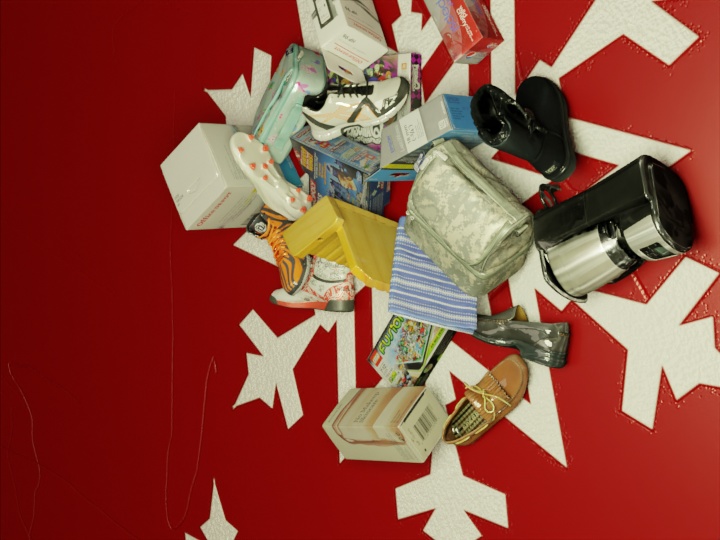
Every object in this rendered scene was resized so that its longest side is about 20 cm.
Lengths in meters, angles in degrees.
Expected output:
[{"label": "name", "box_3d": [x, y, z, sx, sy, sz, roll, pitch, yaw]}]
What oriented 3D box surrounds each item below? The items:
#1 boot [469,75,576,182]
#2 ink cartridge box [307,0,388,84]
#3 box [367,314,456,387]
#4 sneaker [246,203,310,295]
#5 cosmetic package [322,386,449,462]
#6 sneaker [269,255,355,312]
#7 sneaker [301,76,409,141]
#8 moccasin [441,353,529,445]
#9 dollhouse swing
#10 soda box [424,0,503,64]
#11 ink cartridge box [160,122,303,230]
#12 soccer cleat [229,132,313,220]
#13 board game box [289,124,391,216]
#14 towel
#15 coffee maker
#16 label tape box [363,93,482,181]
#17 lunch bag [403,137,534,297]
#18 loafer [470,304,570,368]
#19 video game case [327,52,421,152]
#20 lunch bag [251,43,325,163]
[{"label": "boot", "box_3d": [0.230, -0.235, 1.451, 0.076, 0.167, 0.202, -34, 48, 34]}, {"label": "ink cartridge box", "box_3d": [-0.023, -0.423, 1.702, 0.068, 0.115, 0.202, -31, 62, 31]}, {"label": "box", "box_3d": [0.096, 0.115, 1.724, 0.110, 0.034, 0.201, 45, 121, 30]}, {"label": "sneaker", "box_3d": [-0.157, -0.047, 1.839, 0.078, 0.111, 0.202, -43, 38, 31]}, {"label": "cosmetic package", "box_3d": [0.043, 0.262, 1.710, 0.199, 0.104, 0.088, -11, 121, 48]}, {"label": "sneaker", "box_3d": [-0.088, 0.017, 1.864, 0.200, 0.067, 0.110, 4, 91, 42]}, {"label": "sneaker", "box_3d": [-0.012, -0.283, 1.677, 0.198, 0.080, 0.074, -19, 43, 22]}, {"label": "moccasin", "box_3d": [0.198, 0.211, 1.611, 0.202, 0.077, 0.074, -48, 64, 34]}, {"label": "dollhouse swing", "box_3d": [0.000, 0.000, 1.656, 0.181, 0.198, 0.178, -36, 48, 39]}, {"label": "soda box", "box_3d": [0.151, -0.435, 1.607, 0.070, 0.063, 0.202, -36, 71, 39]}, {"label": "ink cartridge box", "box_3d": [-0.246, -0.178, 1.896, 0.147, 0.199, 0.146, -39, 69, 36]}, {"label": "soccer cleat", "box_3d": [-0.170, -0.162, 1.791, 0.200, 0.070, 0.077, 46, 145, -18]}, {"label": "board game box", "box_3d": [-0.038, -0.161, 1.764, 0.199, 0.061, 0.201, 39, 147, 26]}, {"label": "towel", "box_3d": [0.120, 0.001, 1.570, 0.024, 0.143, 0.202, 111, 171, -49]}, {"label": "coffee maker", "box_3d": [0.350, -0.079, 1.412, 0.199, 0.134, 0.194, -31, 72, 39]}, {"label": "label tape box", "box_3d": [0.109, -0.212, 1.610, 0.199, 0.143, 0.064, -25, 77, 40]}, {"label": "lunch bag", "box_3d": [0.168, -0.088, 1.528, 0.200, 0.139, 0.169, 47, 152, 23]}, {"label": "loafer", "box_3d": [0.241, 0.089, 1.574, 0.198, 0.073, 0.073, 19, 98, 29]}, {"label": "video game case", "box_3d": [0.022, -0.282, 1.755, 0.198, 0.036, 0.184, 5, 96, 42]}, {"label": "lunch bag", "box_3d": [-0.133, -0.305, 1.815, 0.201, 0.076, 0.161, -58, 19, 32]}]
